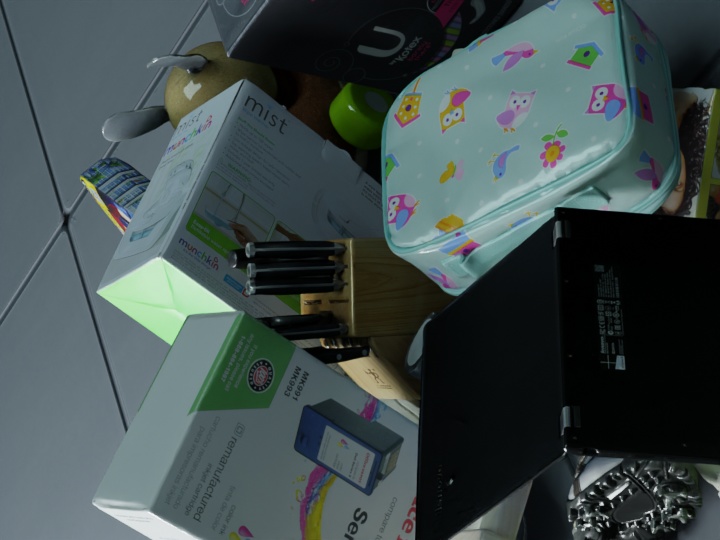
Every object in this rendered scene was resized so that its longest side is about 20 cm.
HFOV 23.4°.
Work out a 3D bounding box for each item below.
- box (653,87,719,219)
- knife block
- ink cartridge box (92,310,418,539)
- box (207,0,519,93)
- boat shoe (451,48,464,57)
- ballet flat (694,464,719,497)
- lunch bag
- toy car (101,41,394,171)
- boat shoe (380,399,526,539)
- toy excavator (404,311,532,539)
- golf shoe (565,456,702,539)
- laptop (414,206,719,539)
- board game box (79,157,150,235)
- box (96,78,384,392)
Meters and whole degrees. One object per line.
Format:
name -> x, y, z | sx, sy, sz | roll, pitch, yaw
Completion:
box -> 0.203, -0.016, 1.121 | 0.075, 0.050, 0.200 | 8, 92, 54
knife block -> 0.000, 0.000, 1.228 | 0.064, 0.176, 0.200 | -2, 44, 52
ink cartridge box -> -0.050, 0.138, 1.144 | 0.087, 0.200, 0.145 | -6, 53, 56
box -> -0.003, -0.217, 1.301 | 0.122, 0.200, 0.106 | -49, 48, 38
boat shoe -> 0.124, -0.100, 1.224 | 0.200, 0.075, 0.062 | 34, 100, 40
ballet flat -> 0.230, 0.084, 1.049 | 0.073, 0.073, 0.200 | -14, 71, 51
lunch bag -> 0.105, -0.076, 1.117 | 0.200, 0.077, 0.161 | -27, 49, 30
toy car -> -0.101, -0.126, 1.416 | 0.164, 0.200, 0.158 | -48, 49, 38
boat shoe -> 0.068, 0.142, 1.251 | 0.200, 0.062, 0.075 | 37, 115, 54
toy excavator -> 0.094, 0.087, 1.120 | 0.195, 0.100, 0.200 | -62, 13, 6
golf shoe -> 0.162, 0.118, 1.069 | 0.200, 0.078, 0.095 | 93, 180, -71
laptop -> 0.137, 0.068, 1.015 | 0.116, 0.200, 0.187 | 93, 180, -45
board game box -> -0.116, 0.002, 1.424 | 0.062, 0.200, 0.200 | -44, 39, -12
box -> -0.065, -0.010, 1.304 | 0.097, 0.200, 0.177 | -25, 36, 47
